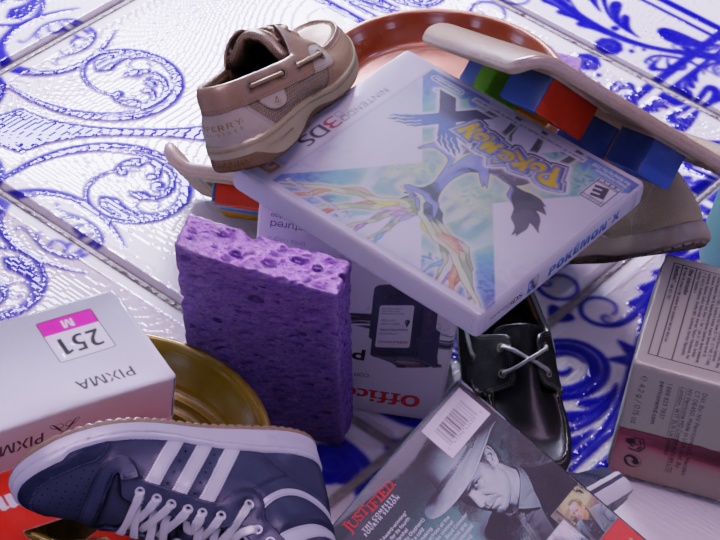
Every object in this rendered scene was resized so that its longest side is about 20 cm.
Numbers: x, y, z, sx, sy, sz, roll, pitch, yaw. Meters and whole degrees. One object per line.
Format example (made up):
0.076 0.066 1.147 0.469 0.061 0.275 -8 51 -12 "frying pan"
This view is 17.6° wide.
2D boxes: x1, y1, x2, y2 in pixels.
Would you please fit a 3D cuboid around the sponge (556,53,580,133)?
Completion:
0.112 -0.115 1.868 0.111 0.030 0.200 11 41 4 "sponge"

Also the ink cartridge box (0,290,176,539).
-0.204 0.104 1.436 0.200 0.044 0.174 -17 45 -26 "ink cartridge box"

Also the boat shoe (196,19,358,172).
-0.054 -0.132 1.525 0.071 0.065 0.200 -12 22 21 "boat shoe"

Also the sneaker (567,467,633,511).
0.085 0.160 1.506 0.200 0.078 0.079 -24 71 -31 "sneaker"

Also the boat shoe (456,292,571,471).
0.106 0.070 1.636 0.072 0.068 0.200 0 42 -11 "boat shoe"

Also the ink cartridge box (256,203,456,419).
0.000 0.000 1.597 0.145 0.200 0.084 9 43 1 "ink cartridge box"

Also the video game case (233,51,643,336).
0.051 -0.055 1.499 0.200 0.022 0.182 32 47 24 "video game case"

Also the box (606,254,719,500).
0.285 0.088 1.608 0.200 0.109 0.128 16 41 9 "box"

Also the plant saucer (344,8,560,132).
0.064 -0.140 1.832 0.200 0.032 0.200 1 40 -1 "plant saucer"

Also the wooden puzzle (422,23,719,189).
0.151 -0.105 1.582 0.200 0.046 0.185 23 4 -22 "wooden puzzle"

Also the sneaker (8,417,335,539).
-0.102 0.149 1.368 0.200 0.070 0.109 1 50 -28 "sneaker"

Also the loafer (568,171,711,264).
0.178 -0.040 1.706 0.076 0.068 0.200 -3 -2 -38 "loafer"

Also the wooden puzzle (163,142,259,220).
-0.041 -0.050 1.705 0.200 0.037 0.185 12 -3 2 "wooden puzzle"

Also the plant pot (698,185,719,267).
0.370 -0.061 1.757 0.200 0.161 0.201 5 41 -4 "plant pot"

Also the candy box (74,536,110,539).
-0.116 0.255 1.339 0.200 0.116 0.055 33 14 28 "candy box"

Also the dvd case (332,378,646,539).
0.092 0.184 1.446 0.200 0.022 0.146 41 67 3 "dvd case"

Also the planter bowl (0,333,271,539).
-0.159 0.135 1.502 0.200 0.084 0.201 5 41 -4 "planter bowl"

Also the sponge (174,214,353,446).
-0.061 0.044 1.536 0.111 0.200 0.030 15 58 10 "sponge"
